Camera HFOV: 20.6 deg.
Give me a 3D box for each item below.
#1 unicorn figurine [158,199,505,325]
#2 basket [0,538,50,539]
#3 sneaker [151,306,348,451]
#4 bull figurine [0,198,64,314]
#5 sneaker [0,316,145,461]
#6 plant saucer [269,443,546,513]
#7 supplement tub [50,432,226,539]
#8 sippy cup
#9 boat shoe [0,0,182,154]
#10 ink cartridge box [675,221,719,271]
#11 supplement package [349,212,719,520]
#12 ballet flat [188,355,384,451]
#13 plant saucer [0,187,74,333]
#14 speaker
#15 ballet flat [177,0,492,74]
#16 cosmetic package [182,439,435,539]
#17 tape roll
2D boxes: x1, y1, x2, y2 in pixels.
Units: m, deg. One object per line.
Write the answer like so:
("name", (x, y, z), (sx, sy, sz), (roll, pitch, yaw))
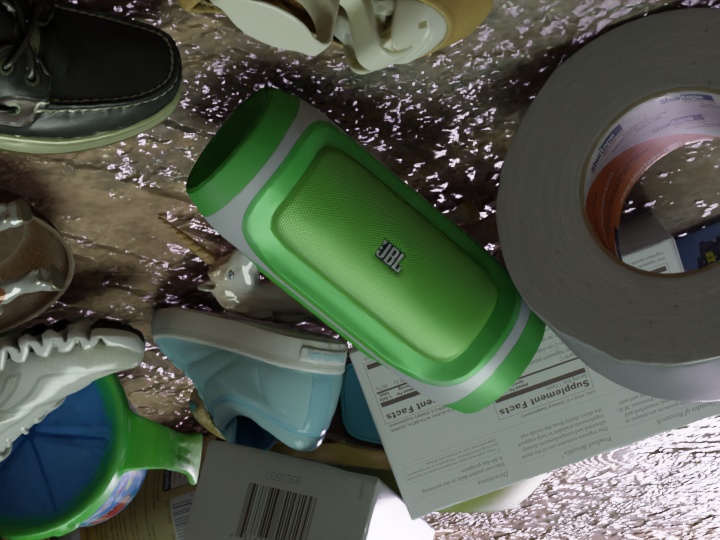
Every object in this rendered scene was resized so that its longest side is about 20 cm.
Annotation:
("unicorn figurine", (0.000, 0.000, 1.192), (0.137, 0.074, 0.200), (-17, 162, 40))
("basket", (-0.305, 0.248, 1.419), (0.143, 0.200, 0.149), (-25, 177, 35))
("sneaker", (-0.080, 0.069, 1.223), (0.074, 0.082, 0.200), (11, 179, -29))
("bull figurine", (-0.235, -0.002, 1.037), (0.121, 0.065, 0.200), (-26, 153, 23))
("sneaker", (-0.225, 0.080, 1.231), (0.200, 0.081, 0.075), (-15, -179, 7))
("plant saucer", (0.031, 0.146, 1.389), (0.200, 0.031, 0.200), (4, 180, 0))
("supplement tub", (-0.140, 0.206, 1.495), (0.200, 0.145, 0.144), (-18, 154, 18))
("sippy cup", (-0.202, 0.116, 1.315), (0.140, 0.178, 0.130), (-49, 164, -4))
("boat shoe", (-0.178, -0.101, 0.925), (0.200, 0.072, 0.066), (3, 158, -15))
("ink cartridge box", (0.244, 0.031, 1.349), (0.200, 0.076, 0.136), (-25, 150, 26))
("supplement package", (0.109, 0.055, 1.216), (0.200, 0.111, 0.156), (-19, -175, 6))
("ballet flat", (-0.028, 0.094, 1.408), (0.200, 0.071, 0.071), (3, 152, -26))
("plant saucer", (-0.264, -0.009, 1.126), (0.200, 0.037, 0.200), (-7, 155, -4))
("speaker", (0.004, -0.009, 1.070), (0.200, 0.089, 0.088), (39, 135, -16))
("ballet flat", (-0.014, -0.125, 0.944), (0.200, 0.063, 0.069), (11, 148, -38))
("cosmetic package", (-0.029, 0.170, 1.230), (0.113, 0.081, 0.200), (11, 166, 16))
("tape roll", (0.175, -0.035, 1.040), (0.200, 0.201, 0.066), (-18, 153, 17))
